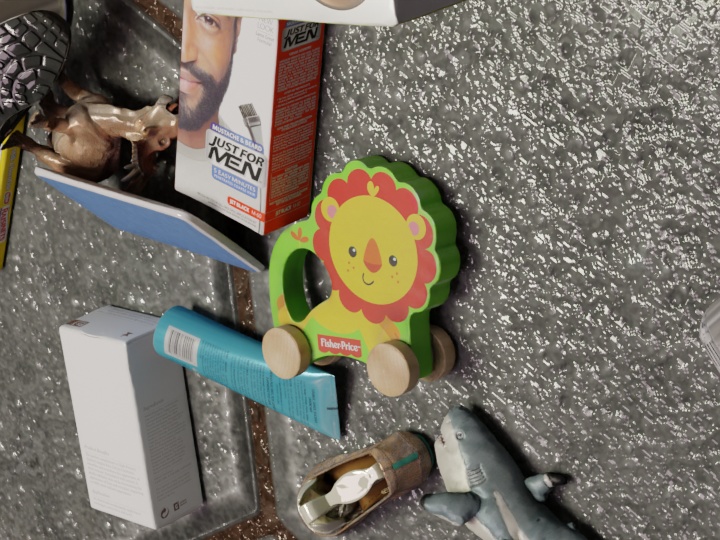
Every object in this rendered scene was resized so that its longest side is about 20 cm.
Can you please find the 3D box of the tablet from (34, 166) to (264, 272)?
[{"bbox_3d":[-0.191,-0.047,1.706,0.200,0.130,0.014,16,77,37],"label":"tablet"}]

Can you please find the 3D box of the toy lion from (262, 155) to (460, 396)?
[{"bbox_3d":[0.000,0.000,1.581,0.200,0.069,0.192,5,106,42],"label":"toy lion"}]

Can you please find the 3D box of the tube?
[{"bbox_3d":[-0.100,0.089,1.724,0.200,0.050,0.078,23,142,30],"label":"tube"}]

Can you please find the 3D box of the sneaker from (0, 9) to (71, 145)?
[{"bbox_3d":[-0.323,-0.167,1.703,0.076,0.088,0.200,40,117,-9],"label":"sneaker"}]

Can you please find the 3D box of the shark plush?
[{"bbox_3d":[0.136,0.194,1.539,0.200,0.091,0.083,34,100,33],"label":"shark plush"}]

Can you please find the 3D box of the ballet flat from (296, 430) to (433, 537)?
[{"bbox_3d":[-0.016,0.195,1.678,0.068,0.067,0.200,57,137,7],"label":"ballet flat"}]

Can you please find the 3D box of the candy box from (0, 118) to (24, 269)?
[{"bbox_3d":[-0.392,-0.101,1.922,0.102,0.026,0.200,36,131,23],"label":"candy box"}]

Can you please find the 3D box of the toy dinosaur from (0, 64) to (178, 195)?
[{"bbox_3d":[-0.245,-0.114,1.744,0.135,0.086,0.200,35,155,-15],"label":"toy dinosaur"}]

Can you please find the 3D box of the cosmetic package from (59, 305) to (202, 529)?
[{"bbox_3d":[-0.223,0.142,1.847,0.102,0.074,0.200,12,115,39],"label":"cosmetic package"}]

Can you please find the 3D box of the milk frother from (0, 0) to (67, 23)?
[{"bbox_3d":[-0.351,-0.249,1.683,0.200,0.188,0.181,12,122,42],"label":"milk frother"}]

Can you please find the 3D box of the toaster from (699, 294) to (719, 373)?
[{"bbox_3d":[0.316,0.046,1.259,0.200,0.114,0.129,53,138,8],"label":"toaster"}]

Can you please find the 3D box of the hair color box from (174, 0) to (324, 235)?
[{"bbox_3d":[-0.095,-0.144,1.593,0.111,0.064,0.200,27,125,33],"label":"hair color box"}]

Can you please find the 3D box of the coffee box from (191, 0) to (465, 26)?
[{"bbox_3d":[0.004,-0.291,1.328,0.200,0.200,0.198,11,117,41],"label":"coffee box"}]
